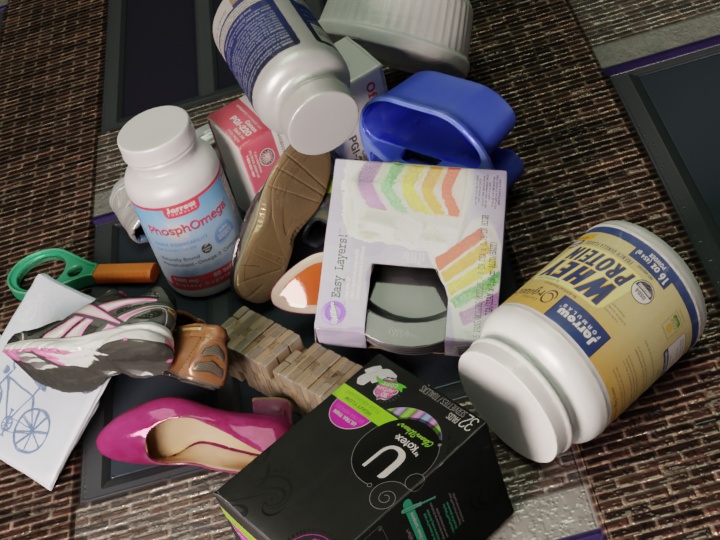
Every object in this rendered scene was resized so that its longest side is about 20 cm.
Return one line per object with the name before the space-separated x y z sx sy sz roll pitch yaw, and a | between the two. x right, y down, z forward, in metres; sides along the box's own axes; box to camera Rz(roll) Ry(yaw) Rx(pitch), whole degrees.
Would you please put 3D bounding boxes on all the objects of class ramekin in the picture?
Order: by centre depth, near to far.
ramekin | 0.047 -0.306 1.669 0.201 0.202 0.095 16 92 35

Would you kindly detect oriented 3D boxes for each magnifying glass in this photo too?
magnifying glass | -0.330 0.004 1.610 0.198 0.023 0.080 0 43 21

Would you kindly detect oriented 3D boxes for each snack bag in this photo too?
snack bag | -0.331 0.109 1.432 0.188 0.021 0.201 19 77 39

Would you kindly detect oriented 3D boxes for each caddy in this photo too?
caddy | 0.085 -0.135 1.509 0.199 0.142 0.105 22 50 40

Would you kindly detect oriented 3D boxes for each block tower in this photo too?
block tower | -0.063 0.103 1.362 0.199 0.058 0.054 23 54 42

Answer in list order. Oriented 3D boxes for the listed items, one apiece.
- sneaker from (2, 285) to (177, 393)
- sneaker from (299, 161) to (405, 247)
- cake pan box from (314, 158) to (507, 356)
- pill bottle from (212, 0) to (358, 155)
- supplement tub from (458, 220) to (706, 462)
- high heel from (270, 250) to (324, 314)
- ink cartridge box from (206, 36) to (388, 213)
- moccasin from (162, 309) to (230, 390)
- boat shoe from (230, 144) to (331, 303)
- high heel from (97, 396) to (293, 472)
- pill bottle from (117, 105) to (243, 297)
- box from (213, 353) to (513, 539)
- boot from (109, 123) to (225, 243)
sneaker | -0.260 0.064 1.359 0.198 0.081 0.087 -6 49 24
sneaker | 0.011 -0.062 1.499 0.199 0.074 0.081 -9 48 47
cake pan box | 0.052 -0.010 1.367 0.182 0.052 0.202 5 67 7
pill bottle | -0.078 -0.218 1.470 0.110 0.111 0.201 -25 51 -8
supplement tub | 0.199 0.064 1.230 0.200 0.145 0.144 -38 43 -22
high heel | 0.000 0.000 1.452 0.198 0.068 0.096 -15 3 -2
ink cartridge box | -0.060 -0.156 1.585 0.199 0.146 0.085 -34 47 -16
moccasin | -0.186 0.071 1.388 0.201 0.073 0.079 0 74 68
boat shoe | -0.096 -0.060 1.509 0.065 0.072 0.202 3 70 58
high heel | -0.158 0.168 1.297 0.198 0.068 0.096 -12 28 3
pill bottle | -0.196 -0.077 1.506 0.108 0.201 0.109 -11 39 10
box | 0.005 0.200 1.166 0.200 0.125 0.148 -38 42 -21
boot | -0.205 -0.104 1.655 0.199 0.074 0.096 -33 46 -3
